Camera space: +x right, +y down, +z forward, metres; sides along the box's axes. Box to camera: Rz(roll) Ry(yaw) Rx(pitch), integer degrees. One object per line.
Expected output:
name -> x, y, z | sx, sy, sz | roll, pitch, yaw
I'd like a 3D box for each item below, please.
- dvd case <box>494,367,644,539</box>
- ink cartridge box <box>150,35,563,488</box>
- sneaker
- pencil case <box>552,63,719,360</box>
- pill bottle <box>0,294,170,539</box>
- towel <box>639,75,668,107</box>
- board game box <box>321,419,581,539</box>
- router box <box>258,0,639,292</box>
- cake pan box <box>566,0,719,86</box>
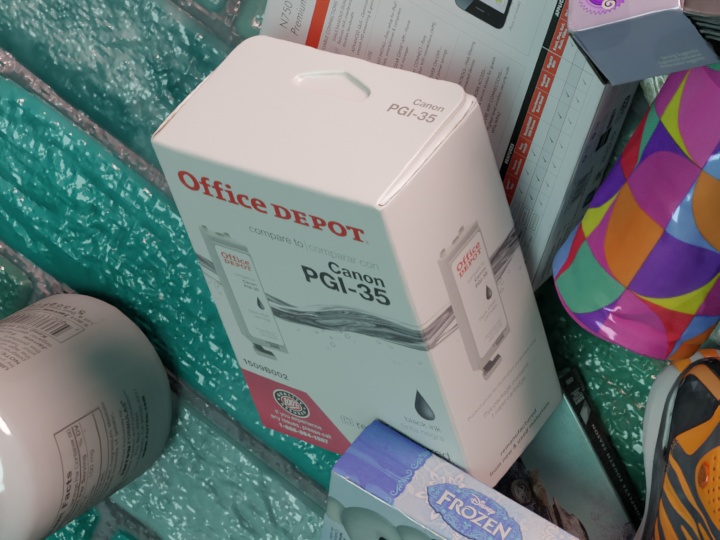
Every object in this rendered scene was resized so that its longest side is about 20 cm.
dvd case -> 0.095, 0.164, 1.223 | 0.146, 0.022, 0.200 | -25, 95, 34
ink cartridge box -> 0.000, 0.000, 1.125 | 0.146, 0.083, 0.200 | 17, 142, 35
sneaker -> 0.174, 0.145, 1.108 | 0.077, 0.112, 0.201 | -9, 108, -12
pencil case -> 0.163, -0.054, 1.048 | 0.088, 0.088, 0.200 | 37, 118, 13
pill bottle -> -0.199, 0.095, 1.249 | 0.114, 0.200, 0.115 | 10, 112, 27
towel -> 0.185, -0.130, 1.067 | 0.146, 0.024, 0.201 | -13, 102, 30
board game box -> 0.071, 0.190, 1.162 | 0.199, 0.043, 0.200 | 30, 145, 17
router box -> 0.044, -0.114, 1.113 | 0.179, 0.049, 0.200 | 32, 132, 17
cake pan box -> 0.179, -0.178, 0.962 | 0.184, 0.052, 0.201 | -10, 59, 30
